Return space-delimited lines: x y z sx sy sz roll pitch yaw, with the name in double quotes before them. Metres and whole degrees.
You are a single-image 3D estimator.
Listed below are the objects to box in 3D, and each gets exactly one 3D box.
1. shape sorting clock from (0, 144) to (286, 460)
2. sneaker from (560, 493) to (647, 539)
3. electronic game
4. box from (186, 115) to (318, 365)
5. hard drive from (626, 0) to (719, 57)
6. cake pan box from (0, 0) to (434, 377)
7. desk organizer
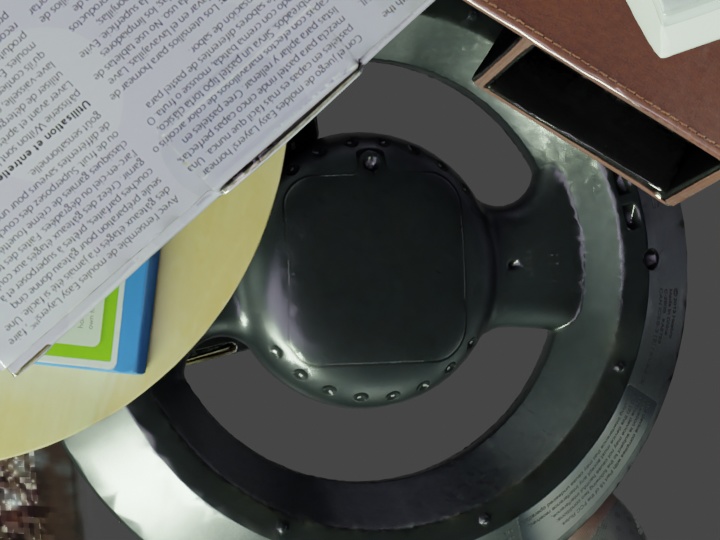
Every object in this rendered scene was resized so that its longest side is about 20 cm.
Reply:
"shape sorting clock" -0.118 -0.047 0.735 0.200 0.039 0.200 0 91 -17
"sneaker" 0.000 0.114 0.863 0.200 0.077 0.082 -26 86 10
"electronic game" 0.000 0.000 0.798 0.200 0.042 0.200 1 88 -15
"box" -0.114 -0.059 0.795 0.198 0.050 0.200 -14 104 -21
"hard drive" 0.142 -0.139 0.693 0.200 0.027 0.132 -19 58 -6
"cake pan box" -0.080 -0.100 0.663 0.200 0.052 0.184 -42 110 3
"desk organizer" 0.031 -0.105 0.756 0.200 0.072 0.077 32 78 -5
